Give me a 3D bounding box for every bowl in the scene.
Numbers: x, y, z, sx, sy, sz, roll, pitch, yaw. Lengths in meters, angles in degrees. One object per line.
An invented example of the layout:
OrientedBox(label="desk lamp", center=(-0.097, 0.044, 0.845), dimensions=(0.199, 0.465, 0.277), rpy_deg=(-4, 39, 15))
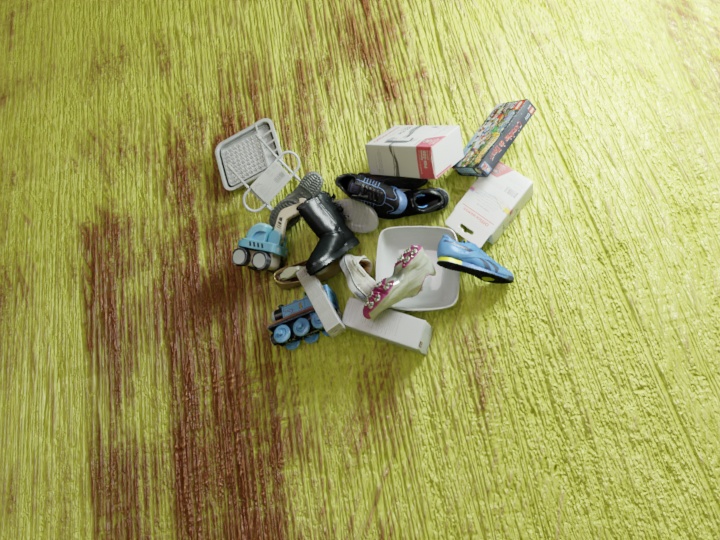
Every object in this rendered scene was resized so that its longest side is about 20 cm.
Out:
OrientedBox(label="bowl", center=(0.136, 0.003, 1.323), dimensions=(0.195, 0.075, 0.204), rpy_deg=(0, 73, 6))

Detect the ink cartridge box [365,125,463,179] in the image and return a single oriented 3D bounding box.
OrientedBox(label="ink cartridge box", center=(0.131, -0.294, 1.367), dimensions=(0.197, 0.086, 0.145), rpy_deg=(10, 36, 38))

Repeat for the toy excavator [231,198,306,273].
OrientedBox(label="toy excavator", center=(-0.225, -0.095, 1.459), dimensions=(0.191, 0.100, 0.204), rpy_deg=(9, 87, 21))

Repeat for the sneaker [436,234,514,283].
OrientedBox(label="sneaker", center=(0.266, -0.027, 1.263), dimensions=(0.197, 0.066, 0.080), rpy_deg=(18, 72, -14))

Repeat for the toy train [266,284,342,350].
OrientedBox(label="toy train", center=(-0.140, 0.119, 1.393), dimensions=(0.197, 0.087, 0.116), rpy_deg=(-21, 59, 13))

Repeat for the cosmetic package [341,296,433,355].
OrientedBox(label="cosmetic package", center=(0.064, 0.130, 1.307), dimensions=(0.197, 0.102, 0.075), rpy_deg=(15, 80, 21))

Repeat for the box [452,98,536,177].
OrientedBox(label="box", center=(0.319, -0.318, 1.348), dimensions=(0.201, 0.038, 0.136), rpy_deg=(-54, 20, -3))

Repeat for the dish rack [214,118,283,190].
OrientedBox(label="dish rack", center=(-0.317, -0.328, 1.613), dimensions=(0.197, 0.044, 0.174), rpy_deg=(-24, 68, 10))

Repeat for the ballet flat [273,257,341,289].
OrientedBox(label="ballet flat", center=(-0.134, 0.001, 1.436), dimensions=(0.197, 0.063, 0.070), rpy_deg=(-21, 68, 11))

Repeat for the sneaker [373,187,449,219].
OrientedBox(label="sneaker", center=(0.115, -0.169, 1.368), dimensions=(0.196, 0.112, 0.075), rpy_deg=(-9, 94, 15))

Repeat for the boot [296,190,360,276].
OrientedBox(label="boot", center=(-0.100, -0.096, 1.366), dimensions=(0.073, 0.198, 0.164), rpy_deg=(-31, 95, 47))

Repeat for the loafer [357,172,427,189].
OrientedBox(label="loafer", center=(0.076, -0.241, 1.438), dimensions=(0.196, 0.072, 0.064), rpy_deg=(-8, 67, 20))

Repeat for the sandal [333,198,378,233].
OrientedBox(label="sandal", center=(-0.033, -0.151, 1.453), dimensions=(0.200, 0.050, 0.084), rpy_deg=(14, 111, 30))

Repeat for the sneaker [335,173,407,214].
OrientedBox(label="sneaker", center=(0.021, -0.187, 1.361), dimensions=(0.198, 0.077, 0.071), rpy_deg=(28, 112, 38))

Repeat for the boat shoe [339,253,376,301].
OrientedBox(label="boat shoe", center=(0.000, 0.000, 1.341), dimensions=(0.070, 0.071, 0.201), rpy_deg=(-43, 22, 10))

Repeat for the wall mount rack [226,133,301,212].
OrientedBox(label="wall mount rack", center=(-0.263, -0.264, 1.517), dimensions=(0.200, 0.075, 0.174), rpy_deg=(-45, 105, 3))

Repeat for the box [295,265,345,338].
OrientedBox(label="box", center=(-0.097, 0.070, 1.326), dimensions=(0.041, 0.039, 0.201), rpy_deg=(-35, 52, 2))

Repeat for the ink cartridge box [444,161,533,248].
OrientedBox(label="ink cartridge box", center=(0.305, -0.149, 1.329), dimensions=(0.116, 0.068, 0.201), rpy_deg=(39, 87, 25))

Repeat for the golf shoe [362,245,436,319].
OrientedBox(label="golf shoe", center=(0.089, 0.041, 1.240), dimensions=(0.200, 0.091, 0.075), rpy_deg=(-48, 22, 1))

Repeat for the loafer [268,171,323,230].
OrientedBox(label="loafer", center=(-0.167, -0.183, 1.510), dimensions=(0.200, 0.070, 0.075), rpy_deg=(-43, 92, 14))
